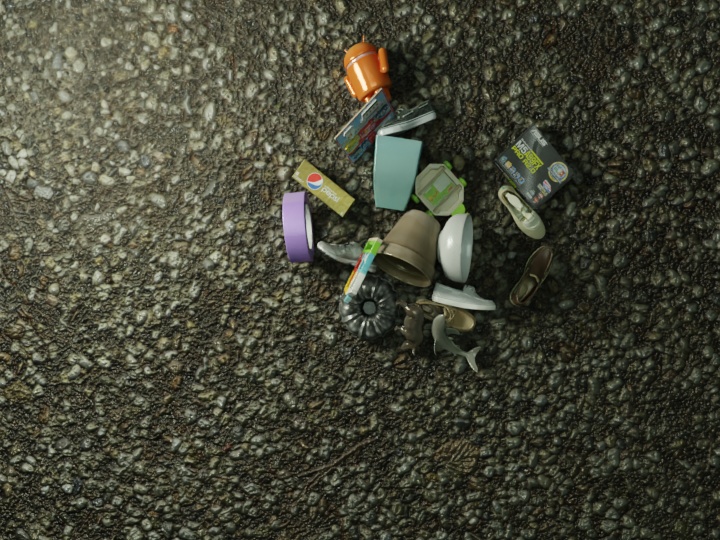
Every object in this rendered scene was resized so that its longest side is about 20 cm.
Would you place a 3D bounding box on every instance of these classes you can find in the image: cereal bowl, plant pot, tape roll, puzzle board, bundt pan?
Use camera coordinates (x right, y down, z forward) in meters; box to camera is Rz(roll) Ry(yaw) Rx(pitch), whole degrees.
[{"bbox_3d":[0.276,-0.067,1.644,0.081,0.199,0.206,4,91,20],"label":"cereal bowl"},{"bbox_3d":[0.155,-0.075,1.659,0.197,0.200,0.176,27,74,1],"label":"plant pot"},{"bbox_3d":[-0.181,-0.127,1.648,0.064,0.200,0.206,-5,91,3],"label":"tape roll"},{"bbox_3d":[0.020,-0.426,1.665,0.200,0.151,0.017,-47,64,1],"label":"puzzle board"},{"bbox_3d":[0.027,0.114,1.709,0.196,0.076,0.208,0,90,2],"label":"bundt pan"},{"bbox_3d":[0.101,-0.286,1.670,0.137,0.141,0.206,9,97,2],"label":"plant pot"}]

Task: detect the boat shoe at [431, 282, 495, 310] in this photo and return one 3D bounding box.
[{"bbox_3d":[0.319,0.078,1.707,0.195,0.072,0.070,10,91,11],"label":"boat shoe"}]

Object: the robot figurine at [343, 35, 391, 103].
[{"bbox_3d":[0.022,-0.592,1.674,0.115,0.144,0.204,-24,90,-14],"label":"robot figurine"}]

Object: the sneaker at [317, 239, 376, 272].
[{"bbox_3d":[-0.037,-0.058,1.716,0.196,0.075,0.084,19,85,-10],"label":"sneaker"}]

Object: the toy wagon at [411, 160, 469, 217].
[{"bbox_3d":[0.255,-0.228,1.712,0.155,0.040,0.200,-43,91,2],"label":"toy wagon"}]

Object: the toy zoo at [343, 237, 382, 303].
[{"bbox_3d":[0.000,0.000,1.618,0.020,0.131,0.203,27,88,-9],"label":"toy zoo"}]

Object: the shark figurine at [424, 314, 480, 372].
[{"bbox_3d":[0.261,0.230,1.693,0.214,0.127,0.090,45,52,-21],"label":"shark figurine"}]

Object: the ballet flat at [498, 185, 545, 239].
[{"bbox_3d":[0.492,-0.175,1.693,0.069,0.069,0.200,-43,90,2],"label":"ballet flat"}]

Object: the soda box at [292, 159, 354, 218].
[{"bbox_3d":[-0.110,-0.249,1.711,0.199,0.064,0.068,38,92,0],"label":"soda box"}]

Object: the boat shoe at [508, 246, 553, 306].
[{"bbox_3d":[0.528,0.020,1.690,0.074,0.075,0.205,29,92,1],"label":"boat shoe"}]

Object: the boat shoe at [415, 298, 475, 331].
[{"bbox_3d":[0.260,0.141,1.706,0.195,0.065,0.073,16,91,2],"label":"boat shoe"}]

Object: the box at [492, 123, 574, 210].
[{"bbox_3d":[0.527,-0.313,1.699,0.160,0.044,0.201,-40,90,3],"label":"box"}]

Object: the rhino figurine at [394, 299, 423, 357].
[{"bbox_3d":[0.151,0.181,1.691,0.086,0.060,0.205,12,119,24],"label":"rhino figurine"}]

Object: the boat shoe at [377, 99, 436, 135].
[{"bbox_3d":[0.133,-0.461,1.691,0.196,0.072,0.072,-24,98,-14],"label":"boat shoe"}]
